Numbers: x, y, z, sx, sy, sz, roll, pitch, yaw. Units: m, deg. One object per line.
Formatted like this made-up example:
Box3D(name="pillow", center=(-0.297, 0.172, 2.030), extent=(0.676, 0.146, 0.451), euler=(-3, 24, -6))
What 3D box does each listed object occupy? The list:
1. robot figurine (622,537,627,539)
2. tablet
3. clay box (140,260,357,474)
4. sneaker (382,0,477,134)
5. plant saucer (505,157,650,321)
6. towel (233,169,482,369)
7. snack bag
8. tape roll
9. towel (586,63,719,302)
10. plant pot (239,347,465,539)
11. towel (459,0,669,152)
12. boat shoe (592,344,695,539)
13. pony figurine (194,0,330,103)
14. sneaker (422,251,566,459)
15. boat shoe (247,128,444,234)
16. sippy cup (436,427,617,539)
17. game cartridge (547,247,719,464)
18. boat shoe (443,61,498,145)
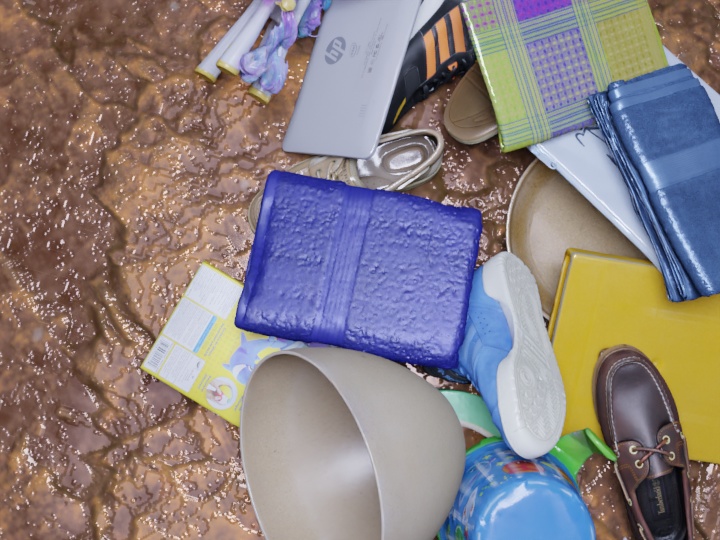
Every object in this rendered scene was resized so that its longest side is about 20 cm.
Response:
Box3D(name="robot figurine", center=(0.244, 0.344, 0.820), extent=(0.169, 0.112, 0.202), euler=(-17, 85, -43))
Box3D(name="tablet", center=(-0.006, -0.203, 0.871), extent=(0.014, 0.129, 0.202), euler=(22, 83, -44))
Box3D(name="clay box", center=(-0.088, 0.091, 0.869), extent=(0.199, 0.048, 0.116), euler=(31, 85, 1))
Box3D(name="sneaker", center=(0.082, -0.206, 0.885), extent=(0.089, 0.070, 0.201), euler=(30, 84, 4))
Box3D(name="plant saucer", center=(0.234, -0.033, 0.890), extent=(0.198, 0.035, 0.203), euler=(0, 86, 0))
Box3D(name="towel", center=(0.000, 0.000, 0.814), extent=(0.198, 0.050, 0.149), euler=(11, 75, 6))
Box3D(name="snack bag", center=(0.272, -0.110, 0.862), extent=(0.189, 0.021, 0.200), euler=(44, 66, 7))
Box3D(name="tape roll", center=(0.076, 0.211, 0.862), extent=(0.198, 0.048, 0.203), euler=(0, 85, -1))
Box3D(name="towel", center=(0.280, -0.077, 0.808), extent=(0.111, 0.049, 0.202), euler=(-17, 78, -23))
Box3D(name="plant pot", center=(0.007, 0.152, 0.765), extent=(0.133, 0.200, 0.203), euler=(-10, 84, -37))
Box3D(name="towel", center=(0.188, -0.198, 0.831), extent=(0.198, 0.023, 0.145), euler=(-23, 99, -20))
Box3D(name="boat shoe", center=(0.257, 0.166, 0.825), extent=(0.070, 0.070, 0.202), euler=(-18, 103, 5))
Box3D(name="pony figurine", center=(-0.064, -0.255, 0.836), extent=(0.166, 0.193, 0.201), euler=(30, 87, -21))
Box3D(name="sneaker", center=(0.108, 0.088, 0.819), extent=(0.076, 0.111, 0.202), euler=(27, 42, -33))
Box3D(name="boat shoe", center=(-0.016, -0.086, 0.876), extent=(0.198, 0.065, 0.072), euler=(-26, 86, -3))
Box3D(name="sippy cup", center=(0.133, 0.212, 0.774), extent=(0.138, 0.130, 0.180), euler=(10, 85, 0))
Box3D(name="game cartridge", center=(0.266, 0.081, 0.856), extent=(0.198, 0.032, 0.178), euler=(9, 103, -5))
Box3D(name="boat shoe", center=(0.159, -0.179, 0.883), extent=(0.072, 0.072, 0.200), euler=(37, 75, 26))
